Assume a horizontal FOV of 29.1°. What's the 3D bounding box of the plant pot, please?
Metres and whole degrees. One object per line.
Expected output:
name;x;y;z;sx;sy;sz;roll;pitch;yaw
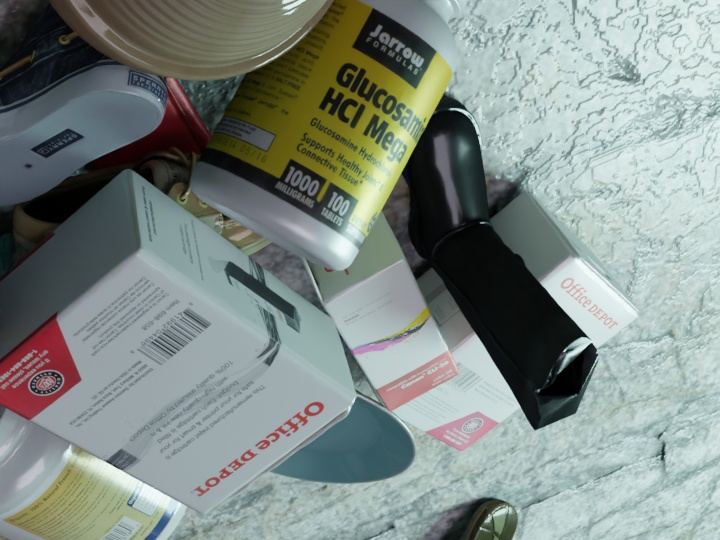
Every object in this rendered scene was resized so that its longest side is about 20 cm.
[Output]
plant pot;-0.067;-0.194;0.708;0.200;0.093;0.202;-11;110;-33

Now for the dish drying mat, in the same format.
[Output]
dish drying mat;-0.132;-0.070;0.932;0.077;0.018;0.200;-28;142;1

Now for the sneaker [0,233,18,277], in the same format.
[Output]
sneaker;-0.175;0.028;0.973;0.199;0.078;0.091;15;151;-26

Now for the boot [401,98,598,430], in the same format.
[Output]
boot;0.098;-0.006;0.996;0.065;0.200;0.165;-22;141;-9

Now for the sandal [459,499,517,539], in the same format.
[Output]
sandal;0.098;0.320;1.479;0.082;0.055;0.201;6;116;-43

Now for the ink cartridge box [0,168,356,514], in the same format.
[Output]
ink cartridge box;-0.122;0.052;0.880;0.144;0.084;0.200;-37;129;18

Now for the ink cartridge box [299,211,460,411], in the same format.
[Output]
ink cartridge box;0.000;0.000;1.010;0.067;0.117;0.200;-28;142;1

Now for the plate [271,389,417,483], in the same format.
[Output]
plate;-0.050;0.121;1.126;0.199;0.026;0.200;10;150;6

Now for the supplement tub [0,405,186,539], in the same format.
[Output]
supplement tub;-0.226;0.122;0.985;0.144;0.145;0.200;-36;141;9

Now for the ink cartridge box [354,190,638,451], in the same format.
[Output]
ink cartridge box;0.112;0.047;1.154;0.200;0.083;0.146;-40;143;12

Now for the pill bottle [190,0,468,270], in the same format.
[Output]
pill bottle;-0.011;-0.111;0.842;0.112;0.112;0.201;32;84;-48

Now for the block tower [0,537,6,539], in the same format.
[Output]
block tower;-0.272;0.199;1.114;0.200;0.054;0.058;19;121;-42

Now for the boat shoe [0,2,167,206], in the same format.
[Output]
boat shoe;-0.190;-0.106;0.826;0.200;0.091;0.071;-17;149;31

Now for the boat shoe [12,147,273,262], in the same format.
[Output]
boat shoe;-0.126;-0.041;0.895;0.199;0.074;0.067;-18;143;-13
